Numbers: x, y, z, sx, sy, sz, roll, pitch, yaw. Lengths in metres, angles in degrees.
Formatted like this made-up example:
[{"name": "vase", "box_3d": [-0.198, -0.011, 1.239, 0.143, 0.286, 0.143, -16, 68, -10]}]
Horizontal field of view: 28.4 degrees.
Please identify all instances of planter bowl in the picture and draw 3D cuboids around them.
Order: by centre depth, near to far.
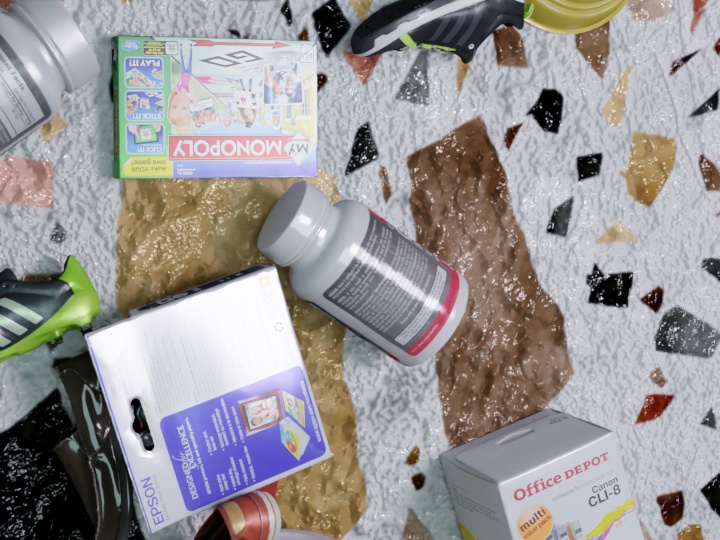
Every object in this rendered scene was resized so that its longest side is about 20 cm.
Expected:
[{"name": "planter bowl", "box_3d": [0.233, -0.349, 1.477, 0.199, 0.083, 0.202, -2, 96, -21]}]

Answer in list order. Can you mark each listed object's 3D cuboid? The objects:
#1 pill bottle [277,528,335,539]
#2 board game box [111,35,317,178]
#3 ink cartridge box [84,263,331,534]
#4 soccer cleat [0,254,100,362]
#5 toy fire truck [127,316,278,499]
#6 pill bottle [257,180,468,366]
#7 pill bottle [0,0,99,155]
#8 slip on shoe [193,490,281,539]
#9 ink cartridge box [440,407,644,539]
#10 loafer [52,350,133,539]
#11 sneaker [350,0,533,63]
[{"name": "pill bottle", "box_3d": [-0.078, 0.364, 1.401, 0.112, 0.112, 0.201, 5, 93, -22]}, {"name": "board game box", "box_3d": [-0.139, -0.157, 1.378, 0.199, 0.029, 0.135, -2, 95, -21]}, {"name": "ink cartridge box", "box_3d": [-0.145, 0.117, 1.338, 0.199, 0.043, 0.199, -20, 99, -26]}, {"name": "soccer cleat", "box_3d": [-0.339, 0.049, 1.305, 0.199, 0.068, 0.081, -22, 85, -19]}, {"name": "toy fire truck", "box_3d": [-0.155, 0.136, 1.385, 0.140, 0.049, 0.201, -4, 95, -22]}, {"name": "pill bottle", "box_3d": [0.000, 0.000, 1.401, 0.200, 0.111, 0.111, 35, 82, -21]}, {"name": "pill bottle", "box_3d": [-0.337, -0.158, 1.254, 0.200, 0.114, 0.114, -38, 107, -15]}, {"name": "slip on shoe", "box_3d": [-0.144, 0.283, 1.352, 0.061, 0.074, 0.200, 0, 136, -40]}, {"name": "ink cartridge box", "box_3d": [0.196, 0.268, 1.483, 0.145, 0.145, 0.201, -21, 101, -18]}, {"name": "loafer", "box_3d": [-0.254, 0.171, 1.345, 0.071, 0.073, 0.201, -4, 91, -11]}, {"name": "sneaker", "box_3d": [0.089, -0.242, 1.435, 0.199, 0.072, 0.083, -25, 112, -13]}]
